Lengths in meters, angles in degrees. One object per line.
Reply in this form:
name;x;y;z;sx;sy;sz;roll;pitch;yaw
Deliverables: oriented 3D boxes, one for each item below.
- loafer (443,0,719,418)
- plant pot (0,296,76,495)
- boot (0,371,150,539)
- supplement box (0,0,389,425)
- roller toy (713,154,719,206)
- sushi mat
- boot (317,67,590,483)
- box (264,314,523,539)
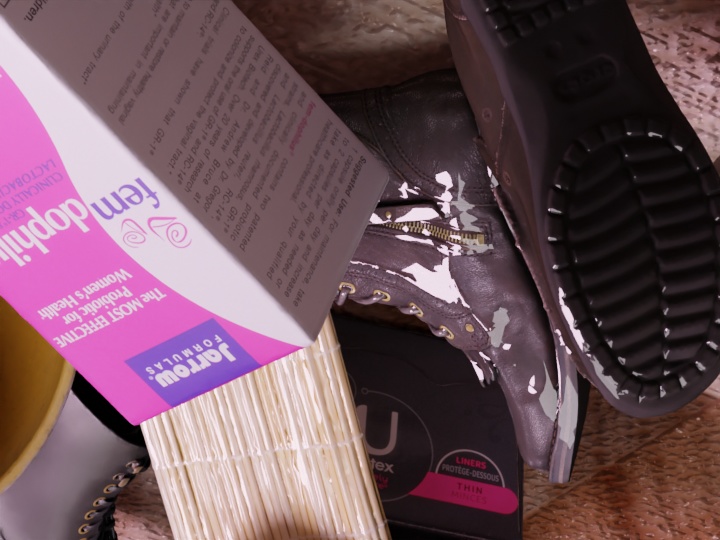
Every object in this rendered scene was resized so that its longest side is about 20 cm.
loafer;0.082;-0.043;1.037;0.073;0.200;0.071;-16;176;-13
plant pot;-0.222;0.021;1.169;0.200;0.200;0.142;11;171;-11
boot;-0.127;0.124;1.362;0.138;0.078;0.200;-26;119;32
supplement box;-0.099;-0.055;1.032;0.101;0.103;0.200;-26;118;38
roller toy;0.223;-0.015;1.049;0.200;0.140;0.182;-32;162;26
sushi mat;-0.055;0.039;1.203;0.096;0.012;0.200;-10;108;15
boot;0.000;0.000;1.149;0.174;0.069;0.200;-8;108;13
box;-0.009;0.119;1.347;0.122;0.106;0.200;12;146;-12
